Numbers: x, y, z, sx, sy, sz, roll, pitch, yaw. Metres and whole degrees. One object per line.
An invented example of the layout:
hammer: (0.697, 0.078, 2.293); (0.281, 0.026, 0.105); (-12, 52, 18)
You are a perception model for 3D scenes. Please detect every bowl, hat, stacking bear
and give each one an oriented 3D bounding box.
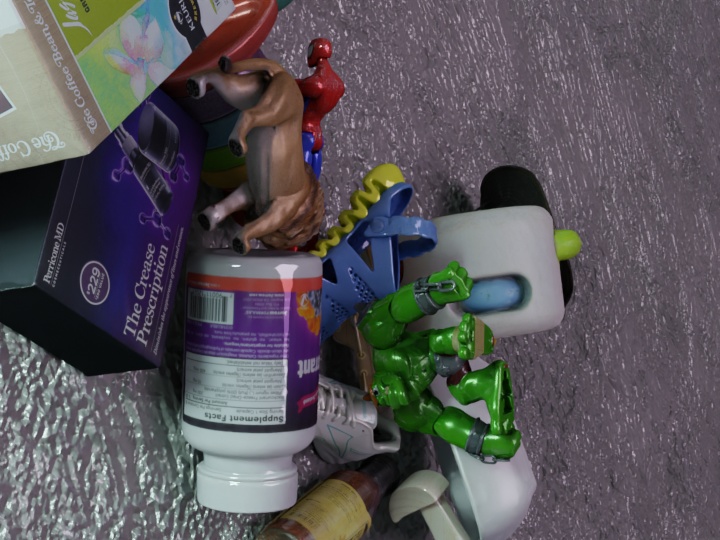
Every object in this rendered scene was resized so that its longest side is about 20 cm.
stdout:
bowl: (0.118, 0.177, 1.341); (0.200, 0.074, 0.202); (83, -10, -73)
hat: (0.160, -0.024, 1.541); (0.080, 0.200, 0.203); (-18, 101, -18)
stacking bear: (-0.102, -0.117, 1.122); (0.114, 0.120, 0.201); (-63, 143, -36)

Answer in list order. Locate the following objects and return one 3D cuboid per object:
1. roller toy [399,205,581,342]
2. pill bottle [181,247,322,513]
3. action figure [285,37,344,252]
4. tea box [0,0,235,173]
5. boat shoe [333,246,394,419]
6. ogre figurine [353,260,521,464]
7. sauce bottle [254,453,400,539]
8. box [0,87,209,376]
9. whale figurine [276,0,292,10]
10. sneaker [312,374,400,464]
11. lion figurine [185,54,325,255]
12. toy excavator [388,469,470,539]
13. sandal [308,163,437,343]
roller toy: (0.117, 0.014, 1.394); (0.181, 0.198, 0.142); (-6, 87, -50)
pill bottle: (-0.088, 0.086, 1.074); (0.111, 0.110, 0.203); (-6, 100, -60)
action figure: (-0.071, -0.117, 1.226); (0.065, 0.098, 0.203); (-8, 112, -63)
tea box: (-0.220, -0.158, 0.825); (0.135, 0.198, 0.197); (65, 33, -27)
boat shoe: (0.005, 0.058, 1.299); (0.074, 0.068, 0.202); (1, 74, -76)
ogre figurine: (0.067, 0.087, 1.195); (0.200, 0.119, 0.099); (54, 43, -43)
sauce bottle: (-0.022, 0.221, 1.216); (0.200, 0.065, 0.067); (-28, 107, -57)
box: (-0.194, -0.045, 0.970); (0.141, 0.078, 0.202); (39, 51, -47)
whale figurine: (-0.102, -0.312, 1.115); (0.103, 0.159, 0.202); (-26, 117, -21)
sneaker: (-0.031, 0.121, 1.212); (0.200, 0.079, 0.071); (36, 55, -50)
lion figurine: (-0.070, -0.092, 1.029); (0.122, 0.072, 0.202); (-35, 143, -41)
toy excavator: (0.086, 0.316, 1.296); (0.100, 0.194, 0.201); (-32, 155, -58)
sandal: (0.000, 0.000, 1.223); (0.201, 0.087, 0.080); (-55, 160, -5)
